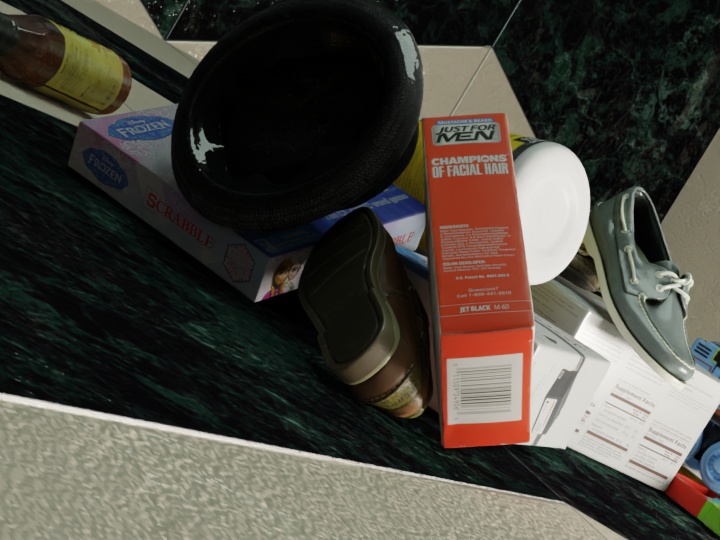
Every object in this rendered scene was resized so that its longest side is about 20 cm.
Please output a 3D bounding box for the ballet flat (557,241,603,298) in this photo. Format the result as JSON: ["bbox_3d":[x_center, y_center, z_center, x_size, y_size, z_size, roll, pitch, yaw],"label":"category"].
[{"bbox_3d":[0.200,-0.008,1.618,0.067,0.047,0.200,31,4,22],"label":"ballet flat"}]

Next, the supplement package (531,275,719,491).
[{"bbox_3d":[0.184,0.080,1.577,0.199,0.111,0.156,28,7,-39],"label":"supplement package"}]

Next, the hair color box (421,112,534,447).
[{"bbox_3d":[0.076,0.003,1.205,0.063,0.111,0.201,-4,46,0],"label":"hair color box"}]

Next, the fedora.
[{"bbox_3d":[-0.032,-0.097,1.293,0.200,0.201,0.092,36,-2,38],"label":"fedora"}]

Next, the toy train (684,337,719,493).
[{"bbox_3d":[0.351,0.150,1.628,0.200,0.115,0.086,35,7,35],"label":"toy train"}]

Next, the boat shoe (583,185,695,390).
[{"bbox_3d":[0.236,0.009,1.501,0.073,0.062,0.201,32,28,-37],"label":"boat shoe"}]

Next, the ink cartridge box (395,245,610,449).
[{"bbox_3d":[0.087,0.060,1.372,0.145,0.084,0.200,33,6,23],"label":"ink cartridge box"}]

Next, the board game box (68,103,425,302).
[{"bbox_3d":[-0.081,-0.063,1.384,0.199,0.041,0.199,34,29,26],"label":"board game box"}]

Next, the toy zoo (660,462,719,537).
[{"bbox_3d":[0.309,0.205,1.631,0.131,0.021,0.200,27,7,-37],"label":"toy zoo"}]

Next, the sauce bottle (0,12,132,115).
[{"bbox_3d":[-0.285,-0.194,1.651,0.066,0.066,0.200,35,5,30],"label":"sauce bottle"}]

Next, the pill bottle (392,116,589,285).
[{"bbox_3d":[0.076,-0.061,1.464,0.199,0.113,0.112,16,-6,42],"label":"pill bottle"}]

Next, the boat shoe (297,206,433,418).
[{"bbox_3d":[0.007,0.031,1.229,0.068,0.072,0.201,45,20,-25],"label":"boat shoe"}]
